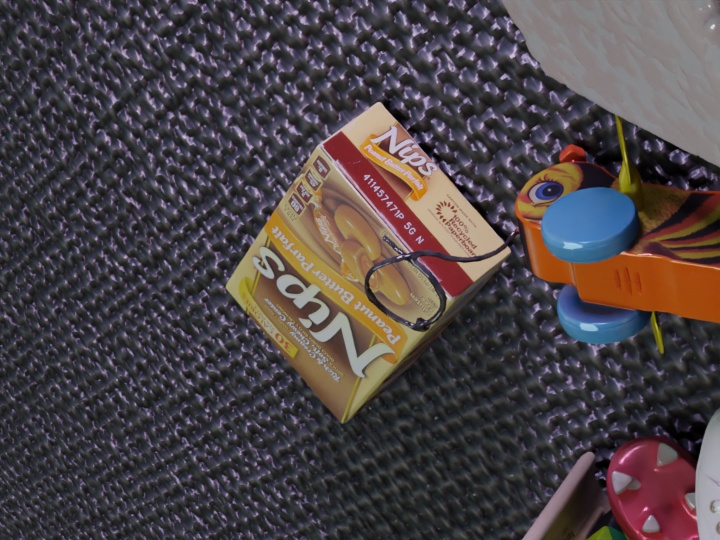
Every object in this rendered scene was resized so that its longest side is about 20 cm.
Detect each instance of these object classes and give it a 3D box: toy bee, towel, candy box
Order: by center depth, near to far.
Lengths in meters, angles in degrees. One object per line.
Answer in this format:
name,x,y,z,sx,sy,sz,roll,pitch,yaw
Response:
towel,0.104,-0.135,1.009,0.191,0.032,0.200,35,164,52
toy bee,0.117,-0.026,1.138,0.199,0.109,0.131,18,134,8
candy box,0.000,0.000,1.352,0.116,0.055,0.200,49,150,7

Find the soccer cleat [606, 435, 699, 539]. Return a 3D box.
soccer cleat,0.193,0.179,1.231,0.200,0.067,0.076,61,-175,13

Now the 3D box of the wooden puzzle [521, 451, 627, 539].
wooden puzzle,0.162,0.204,1.251,0.037,0.185,0.200,-34,91,21

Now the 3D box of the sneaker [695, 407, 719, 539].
sneaker,0.207,0.162,1.143,0.085,0.073,0.201,16,-115,-76
